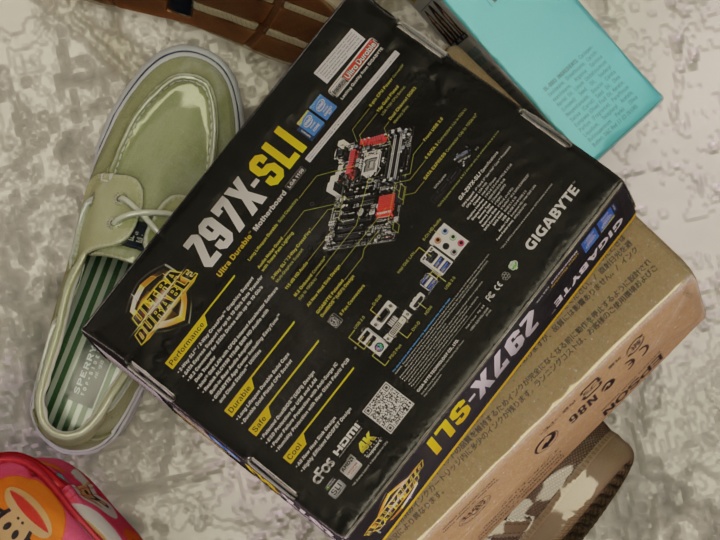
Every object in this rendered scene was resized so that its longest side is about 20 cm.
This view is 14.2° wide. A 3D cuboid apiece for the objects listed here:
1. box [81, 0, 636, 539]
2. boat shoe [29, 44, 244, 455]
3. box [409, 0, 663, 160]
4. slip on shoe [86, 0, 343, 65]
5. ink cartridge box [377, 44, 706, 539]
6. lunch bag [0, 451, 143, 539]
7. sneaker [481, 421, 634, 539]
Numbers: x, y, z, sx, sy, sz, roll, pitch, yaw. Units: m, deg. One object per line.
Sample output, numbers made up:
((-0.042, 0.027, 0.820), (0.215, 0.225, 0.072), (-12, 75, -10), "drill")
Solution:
((0.000, 0.000, 1.275), (0.159, 0.049, 0.200), (36, 84, 22), "box")
((-0.101, -0.008, 1.347), (0.072, 0.062, 0.201), (17, 88, -4), "boat shoe")
((0.052, -0.136, 1.349), (0.049, 0.082, 0.200), (-42, 93, -4), "box")
((-0.089, -0.162, 1.353), (0.199, 0.076, 0.061), (21, 49, 4), "slip on shoe")
((0.032, 0.026, 1.325), (0.200, 0.075, 0.165), (-44, 69, -2), "ink cartridge box")
((-0.143, 0.198, 1.271), (0.176, 0.082, 0.200), (-45, 80, 2), "lunch bag")
((0.042, 0.141, 1.364), (0.075, 0.070, 0.200), (40, 84, 16), "sneaker")
